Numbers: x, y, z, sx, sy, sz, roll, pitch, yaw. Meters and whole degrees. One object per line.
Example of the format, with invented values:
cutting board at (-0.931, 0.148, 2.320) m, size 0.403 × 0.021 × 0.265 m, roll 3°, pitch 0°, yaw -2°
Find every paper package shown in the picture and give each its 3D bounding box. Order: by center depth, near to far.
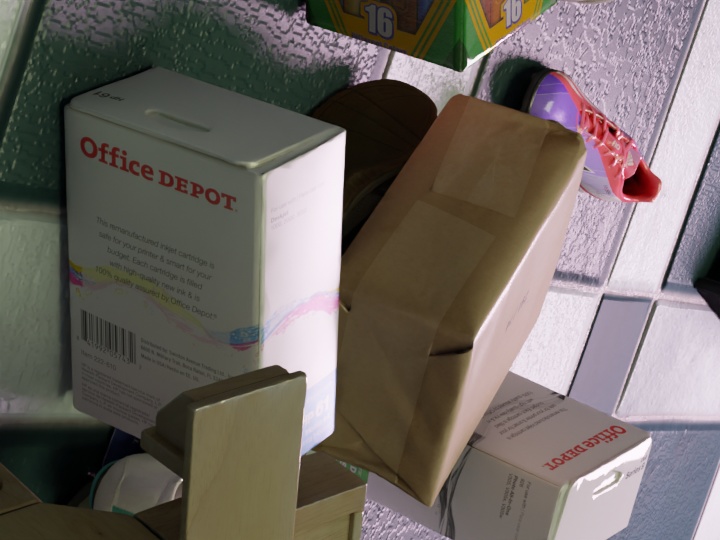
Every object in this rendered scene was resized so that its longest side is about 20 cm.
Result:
paper package at (0.055, 0.019, 1.291) m, size 0.200 × 0.103 × 0.191 m, roll -57°, pitch 164°, yaw -39°

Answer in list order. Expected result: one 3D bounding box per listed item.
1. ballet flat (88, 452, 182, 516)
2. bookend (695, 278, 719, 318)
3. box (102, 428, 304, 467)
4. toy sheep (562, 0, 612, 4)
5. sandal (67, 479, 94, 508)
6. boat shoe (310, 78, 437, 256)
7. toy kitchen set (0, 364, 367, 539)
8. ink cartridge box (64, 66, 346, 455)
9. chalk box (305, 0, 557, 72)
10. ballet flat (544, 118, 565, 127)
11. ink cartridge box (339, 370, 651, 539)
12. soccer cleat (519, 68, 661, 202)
ballet flat at (-0.084, 0.133, 1.228) m, size 0.200 × 0.069 × 0.069 m, roll -14°, pitch 122°, yaw -54°
bookend at (0.456, -0.023, 2.052) m, size 0.199 × 0.092 × 0.200 m, roll -65°, pitch 149°, yaw -8°
box at (-0.086, 0.091, 1.295) m, size 0.200 × 0.032 × 0.121 m, roll 17°, pitch 95°, yaw -60°
toy sheep at (0.171, -0.256, 1.383) m, size 0.200 × 0.138 × 0.138 m, roll -41°, pitch 142°, yaw -50°
sandal at (-0.128, 0.190, 1.264) m, size 0.080 × 0.057 × 0.201 m, roll -64°, pitch 151°, yaw -5°
boat shoe at (-0.018, -0.053, 1.278) m, size 0.201 × 0.072 × 0.066 m, roll -50°, pitch 165°, yaw -41°
toy kitchen set at (-0.124, 0.100, 1.039) m, size 0.200 × 0.180 × 0.163 m, roll -15°, pitch 123°, yaw -37°
ink cartridge box at (-0.089, 0.000, 1.107) m, size 0.085 × 0.145 × 0.200 m, roll -32°, pitch 133°, yaw -46°
chalk box at (0.046, -0.246, 1.189) m, size 0.124 × 0.124 × 0.200 m, roll -39°, pitch 140°, yaw -41°
ballet flat at (0.104, -0.025, 1.498) m, size 0.200 × 0.076 × 0.064 m, roll -59°, pitch 158°, yaw 4°
ink cartridge box at (0.092, 0.136, 1.446) m, size 0.146 × 0.200 × 0.084 m, roll -18°, pitch 126°, yaw -53°
soccer cleat at (0.185, -0.105, 1.566) m, size 0.068 × 0.073 × 0.200 m, roll -64°, pitch 151°, yaw -7°
